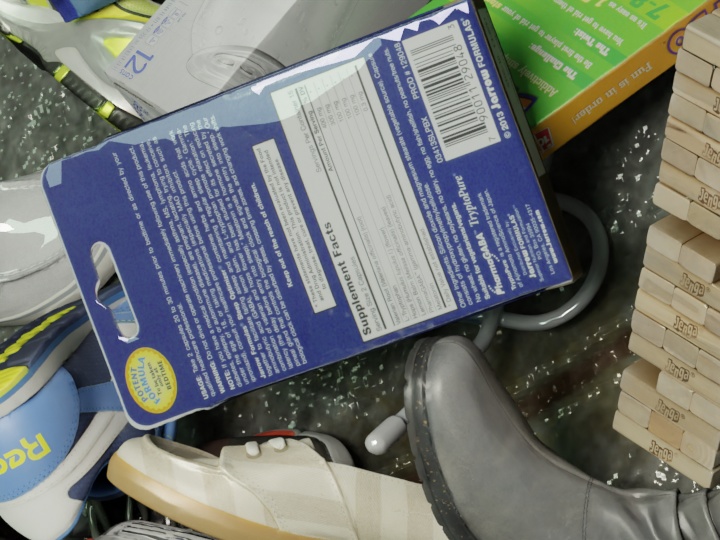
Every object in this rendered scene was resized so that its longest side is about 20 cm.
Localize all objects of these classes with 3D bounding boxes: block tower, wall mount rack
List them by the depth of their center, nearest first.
[{"bbox_3d":[0.149,-0.015,1.090,0.058,0.054,0.201,32,131,31],"label":"block tower"},{"bbox_3d":[0.000,0.000,1.205,0.199,0.075,0.175,9,71,33],"label":"wall mount rack"}]

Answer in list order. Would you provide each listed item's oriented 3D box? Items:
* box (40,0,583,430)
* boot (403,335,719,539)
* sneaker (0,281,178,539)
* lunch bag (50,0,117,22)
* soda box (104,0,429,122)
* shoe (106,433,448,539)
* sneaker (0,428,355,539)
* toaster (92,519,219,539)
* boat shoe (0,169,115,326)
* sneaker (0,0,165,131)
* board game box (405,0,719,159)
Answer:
[{"bbox_3d":[-0.023,-0.022,1.127,0.199,0.032,0.122,-19,94,15],"label":"box"},{"bbox_3d":[0.110,0.096,1.105,0.131,0.070,0.201,-18,115,30],"label":"boot"},{"bbox_3d":[-0.117,0.055,1.230,0.074,0.200,0.083,-23,99,32],"label":"sneaker"},{"bbox_3d":[-0.108,-0.208,1.202,0.150,0.200,0.095,-24,71,7],"label":"lunch bag"},{"bbox_3d":[-0.017,-0.130,1.209,0.063,0.068,0.200,32,77,39],"label":"soda box"},{"bbox_3d":[-0.009,0.099,1.174,0.199,0.070,0.054,17,90,-9],"label":"shoe"},{"bbox_3d":[-0.095,0.116,1.258,0.199,0.082,0.078,-13,76,30],"label":"sneaker"},{"bbox_3d":[-0.077,0.189,1.160,0.199,0.129,0.114,13,134,25],"label":"toaster"},{"bbox_3d":[-0.202,-0.009,1.353,0.199,0.068,0.073,-10,78,31],"label":"boat shoe"},{"bbox_3d":[-0.141,-0.135,1.341,0.200,0.075,0.077,39,89,24],"label":"sneaker"},{"bbox_3d":[0.088,-0.107,1.161,0.199,0.030,0.096,-34,48,2],"label":"board game box"}]
